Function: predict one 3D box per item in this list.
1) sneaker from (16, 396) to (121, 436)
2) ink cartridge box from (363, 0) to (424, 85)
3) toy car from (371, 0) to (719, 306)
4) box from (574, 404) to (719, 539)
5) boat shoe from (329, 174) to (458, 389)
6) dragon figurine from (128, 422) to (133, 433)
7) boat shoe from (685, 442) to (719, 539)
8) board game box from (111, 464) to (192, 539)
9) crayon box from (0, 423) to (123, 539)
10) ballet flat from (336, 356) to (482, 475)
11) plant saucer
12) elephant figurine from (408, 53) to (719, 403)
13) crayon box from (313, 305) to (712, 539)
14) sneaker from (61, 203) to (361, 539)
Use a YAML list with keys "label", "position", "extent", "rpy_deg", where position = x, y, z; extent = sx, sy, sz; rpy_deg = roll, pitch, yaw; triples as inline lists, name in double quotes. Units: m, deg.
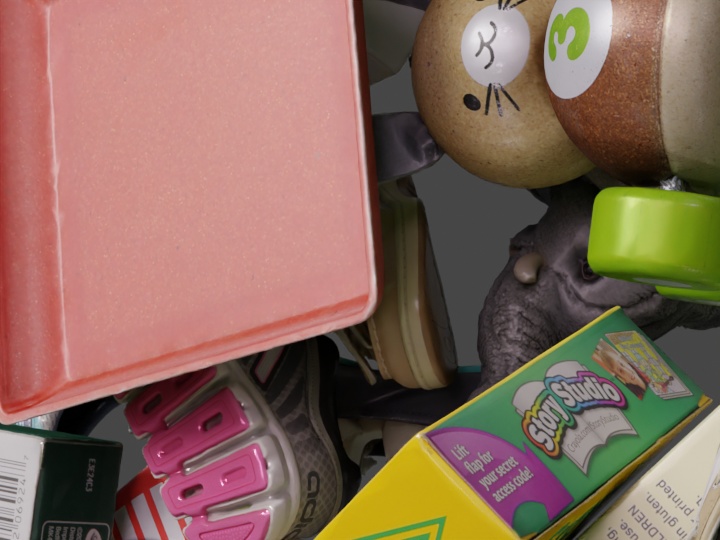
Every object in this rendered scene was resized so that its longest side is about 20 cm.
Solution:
- label: "sneaker"
  position: [-0.116, 0.018, 1.358]
  extent: [0.086, 0.078, 0.201]
  rpy_deg: [25, 88, 23]
- label: "ink cartridge box"
  position: [0.002, -0.139, 1.294]
  extent: [0.067, 0.200, 0.116]
  rpy_deg: [36, 77, -11]
- label: "toy car"
  position: [0.067, -0.080, 1.134]
  extent: [0.199, 0.158, 0.166]
  rpy_deg: [6, 86, 23]
- label: "box"
  position: [0.121, 0.134, 1.116]
  extent: [0.200, 0.176, 0.097]
  rpy_deg: [-42, 81, 1]
- label: "boat shoe"
  position: [0.000, 0.000, 1.259]
  extent: [0.062, 0.074, 0.200]
  rpy_deg: [-13, 20, -2]
- label: "dragon figurine"
  position: [-0.093, -0.039, 1.298]
  extent: [0.099, 0.059, 0.201]
  rpy_deg: [21, 95, -3]
- label: "boat shoe"
  position: [0.131, 0.120, 0.992]
  extent: [0.074, 0.068, 0.202]
  rpy_deg: [9, 86, 8]
- label: "board game box"
  position: [-0.072, 0.190, 1.243]
  extent: [0.151, 0.046, 0.201]
  rpy_deg: [-41, 55, 24]
- label: "crayon box"
  position: [-0.193, 0.124, 1.292]
  extent: [0.199, 0.051, 0.127]
  rpy_deg: [7, 89, 41]
- label: "ballet flat"
  position: [0.011, 0.069, 1.272]
  extent: [0.199, 0.073, 0.074]
  rpy_deg: [5, 69, 24]
- label: "plant saucer"
  position: [-0.067, -0.053, 1.172]
  extent: [0.199, 0.037, 0.201]
  rpy_deg: [-17, 69, 36]
- label: "elephant figurine"
  position: [0.109, -0.026, 1.238]
  extent: [0.155, 0.141, 0.201]
  rpy_deg: [-42, 52, 27]
- label: "crayon box"
  position: [0.024, 0.107, 1.078]
  extent: [0.058, 0.200, 0.173]
  rpy_deg: [47, 116, 8]
- label: "sneaker"
  position: [-0.059, 0.031, 1.231]
  extent: [0.074, 0.087, 0.201]
  rpy_deg: [-40, 62, 27]
